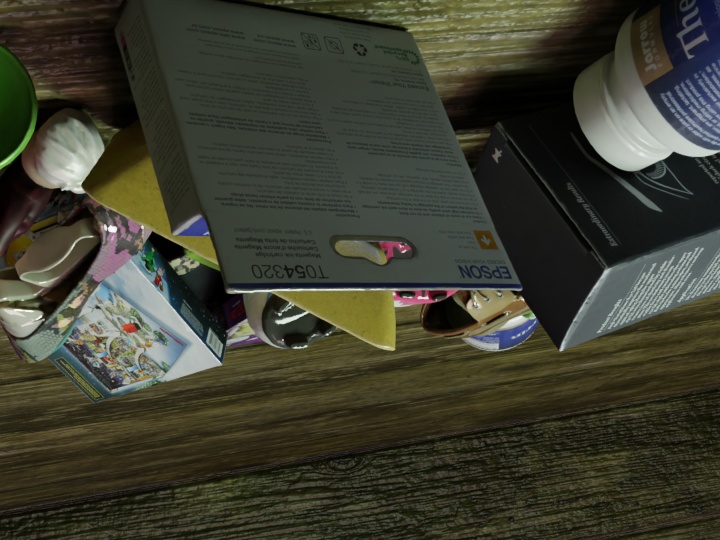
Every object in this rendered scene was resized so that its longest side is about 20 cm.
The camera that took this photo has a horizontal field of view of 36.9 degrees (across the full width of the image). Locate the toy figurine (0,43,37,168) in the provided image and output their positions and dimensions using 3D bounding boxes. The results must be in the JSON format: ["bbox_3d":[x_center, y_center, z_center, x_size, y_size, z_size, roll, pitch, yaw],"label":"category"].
[{"bbox_3d":[-0.292,-0.055,0.661,0.200,0.150,0.184,-33,-176,-16],"label":"toy figurine"}]

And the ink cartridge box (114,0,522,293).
[{"bbox_3d":[-0.024,-0.064,0.614,0.196,0.201,0.043,1,148,-35],"label":"ink cartridge box"}]

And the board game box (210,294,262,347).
[{"bbox_3d":[-0.075,0.036,0.980,0.120,0.032,0.200,-14,172,-30],"label":"board game box"}]

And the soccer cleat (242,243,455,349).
[{"bbox_3d":[0.000,0.000,0.849,0.199,0.070,0.086,-19,-157,-20],"label":"soccer cleat"}]

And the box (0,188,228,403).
[{"bbox_3d":[-0.219,0.021,0.883,0.136,0.038,0.200,-17,131,21],"label":"box"}]

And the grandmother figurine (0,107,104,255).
[{"bbox_3d":[-0.248,-0.040,0.744,0.200,0.122,0.061,-37,126,27],"label":"grandmother figurine"}]

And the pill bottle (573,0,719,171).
[{"bbox_3d":[0.236,-0.141,0.692,0.111,0.111,0.200,1,160,-37],"label":"pill bottle"}]

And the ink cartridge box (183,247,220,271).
[{"bbox_3d":[-0.026,-0.058,0.862,0.199,0.076,0.148,-19,162,17],"label":"ink cartridge box"}]

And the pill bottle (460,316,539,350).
[{"bbox_3d":[0.148,0.025,1.194,0.115,0.116,0.200,-12,165,4],"label":"pill bottle"}]

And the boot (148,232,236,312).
[{"bbox_3d":[-0.193,0.002,0.970,0.203,0.074,0.154,-15,159,11],"label":"boot"}]

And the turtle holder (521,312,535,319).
[{"bbox_3d":[0.194,-0.028,1.000,0.131,0.141,0.186,-19,155,-29],"label":"turtle holder"}]

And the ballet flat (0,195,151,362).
[{"bbox_3d":[-0.225,0.003,0.785,0.200,0.069,0.071,-41,160,33],"label":"ballet flat"}]

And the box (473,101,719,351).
[{"bbox_3d":[0.203,-0.050,0.818,0.199,0.148,0.104,-17,148,-23],"label":"box"}]

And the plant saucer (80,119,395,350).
[{"bbox_3d":[-0.065,-0.043,0.682,0.199,0.049,0.200,28,-169,-14],"label":"plant saucer"}]

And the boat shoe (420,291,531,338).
[{"bbox_3d":[0.115,0.014,0.945,0.074,0.076,0.200,-15,161,-28],"label":"boat shoe"}]
